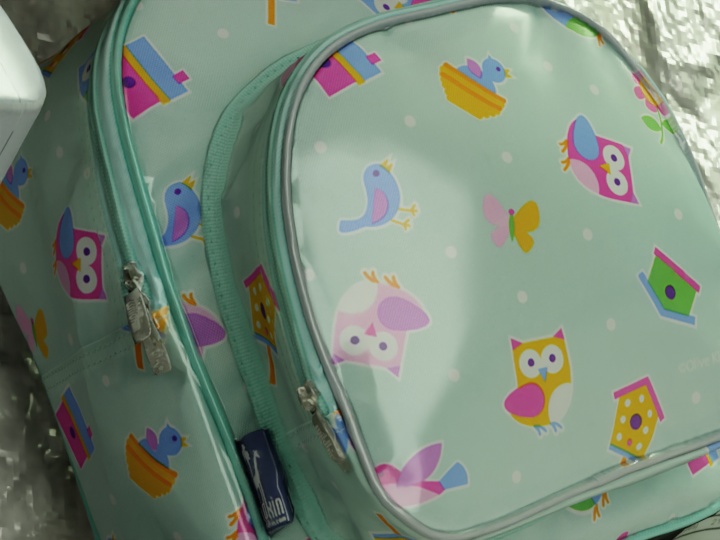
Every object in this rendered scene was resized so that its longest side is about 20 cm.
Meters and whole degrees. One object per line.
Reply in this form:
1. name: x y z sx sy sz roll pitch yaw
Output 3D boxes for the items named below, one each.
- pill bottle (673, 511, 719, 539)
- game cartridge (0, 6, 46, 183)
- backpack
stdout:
1. pill bottle: 0.134 0.103 0.867 0.104 0.104 0.200 42 52 -15
2. game cartridge: -0.159 -0.049 0.640 0.200 0.133 0.041 38 21 26
3. backpack: 0.000 0.000 0.784 0.176 0.153 0.200 -18 75 -35
